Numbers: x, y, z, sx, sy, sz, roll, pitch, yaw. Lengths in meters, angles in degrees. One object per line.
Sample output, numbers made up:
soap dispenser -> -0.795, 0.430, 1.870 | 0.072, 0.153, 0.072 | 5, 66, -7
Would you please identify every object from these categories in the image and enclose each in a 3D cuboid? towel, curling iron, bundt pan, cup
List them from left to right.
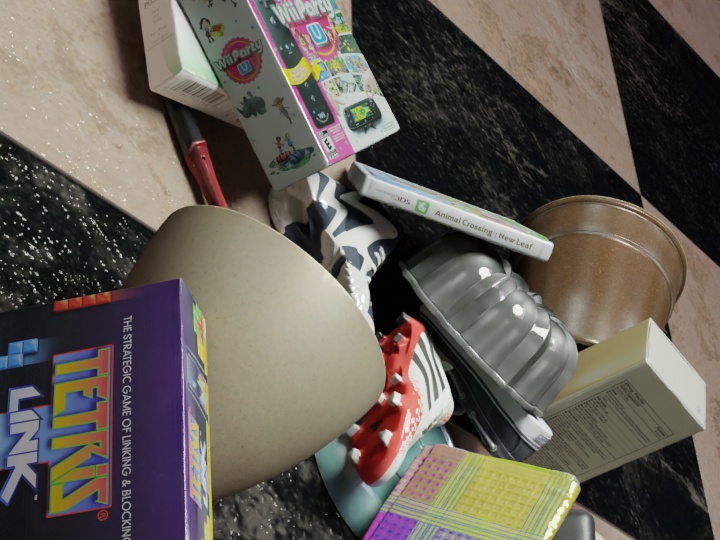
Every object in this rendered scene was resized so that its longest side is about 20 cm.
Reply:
curling iron -> -0.145, -0.099, 1.144 | 0.050, 0.026, 0.200 | 16, 51, -54
cup -> -0.103, 0.076, 0.920 | 0.200, 0.200, 0.143 | 50, 56, -16
towel -> 0.074, 0.216, 1.046 | 0.200, 0.143, 0.023 | -51, 140, -39
bundt pan -> 0.130, 0.039, 1.257 | 0.202, 0.076, 0.202 | 45, 8, -8

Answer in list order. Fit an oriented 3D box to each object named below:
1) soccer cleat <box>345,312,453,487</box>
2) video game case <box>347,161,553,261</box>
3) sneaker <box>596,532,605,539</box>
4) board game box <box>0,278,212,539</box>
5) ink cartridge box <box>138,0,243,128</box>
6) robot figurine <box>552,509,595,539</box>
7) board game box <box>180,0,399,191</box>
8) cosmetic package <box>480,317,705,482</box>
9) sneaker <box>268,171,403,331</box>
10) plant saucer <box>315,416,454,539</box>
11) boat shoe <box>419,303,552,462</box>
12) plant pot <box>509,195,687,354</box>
soccer cleat -> 0.042, 0.119, 1.142 | 0.085, 0.069, 0.200 | 43, 29, -19
video game case -> 0.080, -0.060, 1.276 | 0.182, 0.022, 0.200 | 20, 7, -6
sneaker -> 0.235, 0.313, 1.250 | 0.200, 0.070, 0.093 | 61, -3, 25
board game box -> -0.173, 0.112, 0.779 | 0.057, 0.165, 0.200 | 69, 11, -54
ink cartridge box -> -0.131, -0.233, 1.205 | 0.161, 0.050, 0.200 | 17, 58, -51
robot figurine -> 0.157, 0.295, 1.073 | 0.150, 0.125, 0.200 | 29, 51, -35
board game box -> -0.062, -0.186, 1.177 | 0.200, 0.064, 0.148 | 62, 31, -4
cosmetic package -> 0.230, 0.140, 1.319 | 0.105, 0.200, 0.071 | 48, 33, -20
sneaker -> 0.000, 0.000, 1.219 | 0.129, 0.079, 0.199 | 8, 47, -44
plant saucer -> 0.033, 0.165, 1.178 | 0.200, 0.027, 0.200 | 37, 36, -33
boat shoe -> 0.104, 0.110, 1.291 | 0.200, 0.068, 0.072 | 52, 9, 34
plant pot -> 0.241, 0.059, 1.436 | 0.200, 0.200, 0.198 | 45, 41, -23
